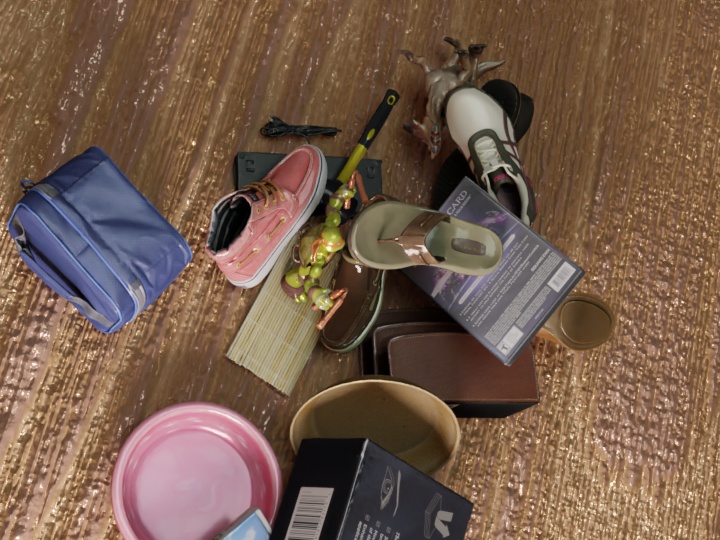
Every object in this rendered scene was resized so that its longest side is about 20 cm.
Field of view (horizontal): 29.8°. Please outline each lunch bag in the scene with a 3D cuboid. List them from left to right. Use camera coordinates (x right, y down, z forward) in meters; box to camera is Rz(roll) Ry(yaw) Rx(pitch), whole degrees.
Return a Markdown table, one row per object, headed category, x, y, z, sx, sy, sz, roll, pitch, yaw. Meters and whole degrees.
| category | x | y | z | sx | sy | sz | roll | pitch | yaw |
| --- | --- | --- | --- | --- | --- | --- | --- | --- | --- |
| lunch bag | -0.309 | -0.033 | 1.531 | 0.200 | 0.136 | 0.132 | 47 | 64 | -4 |

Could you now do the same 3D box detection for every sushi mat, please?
| category | x | y | z | sx | sy | sz | roll | pitch | yaw |
| --- | --- | --- | --- | --- | --- | --- | --- | --- | --- |
| sushi mat | -0.083 | 0.048 | 1.669 | 0.095 | 0.012 | 0.201 | 32 | 66 | -10 |

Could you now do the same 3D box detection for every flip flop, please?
| category | x | y | z | sx | sy | sz | roll | pitch | yaw |
| --- | --- | --- | --- | --- | --- | --- | --- | --- | --- |
| flip flop | 0.080 | -0.034 | 1.558 | 0.199 | 0.058 | 0.082 | 10 | 84 | -20 |

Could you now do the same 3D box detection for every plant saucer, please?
| category | x | y | z | sx | sy | sz | roll | pitch | yaw |
| --- | --- | --- | --- | --- | --- | --- | --- | --- | --- |
| plant saucer | -0.190 | 0.253 | 1.547 | 0.200 | 0.051 | 0.202 | 7 | 72 | -21 |
| plant saucer | 0.017 | 0.182 | 1.587 | 0.199 | 0.200 | 0.036 | 18 | 42 | -17 |

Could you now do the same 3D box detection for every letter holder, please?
| category | x | y | z | sx | sy | sz | roll | pitch | yaw |
| --- | --- | --- | --- | --- | --- | --- | --- | --- | --- |
| letter holder | 0.107 | 0.105 | 1.683 | 0.199 | 0.101 | 0.143 | 3 | 72 | -21 |

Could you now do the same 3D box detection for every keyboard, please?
| category | x | y | z | sx | sy | sz | roll | pitch | yaw |
| --- | --- | --- | --- | --- | --- | --- | --- | --- | --- |
| keyboard | -0.065 | -0.132 | 1.724 | 0.199 | 0.021 | 0.128 | 2 | 81 | -23 |

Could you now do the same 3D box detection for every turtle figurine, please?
| category | x | y | z | sx | sy | sz | roll | pitch | yaw |
| --- | --- | --- | --- | --- | --- | --- | --- | --- | --- |
| turtle figurine | -0.053 | -0.014 | 1.600 | 0.064 | 0.161 | 0.201 | 15 | 70 | -13 |

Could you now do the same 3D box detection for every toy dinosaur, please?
| category | x | y | z | sx | sy | sz | roll | pitch | yaw |
| --- | --- | --- | --- | --- | --- | --- | --- | --- | --- |
| toy dinosaur | 0.117 | -0.231 | 1.790 | 0.200 | 0.086 | 0.136 | -28 | 123 | -50 |

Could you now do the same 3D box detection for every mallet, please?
| category | x | y | z | sx | sy | sz | roll | pitch | yaw |
| --- | --- | --- | --- | --- | --- | --- | --- | --- | --- |
| mallet | 0.006 | -0.145 | 1.728 | 0.066 | 0.041 | 0.200 | 42 | 65 | -10 |

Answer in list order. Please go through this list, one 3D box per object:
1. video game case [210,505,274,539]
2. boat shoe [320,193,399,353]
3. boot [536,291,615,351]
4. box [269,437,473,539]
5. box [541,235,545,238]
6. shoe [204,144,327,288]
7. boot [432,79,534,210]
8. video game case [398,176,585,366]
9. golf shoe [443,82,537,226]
| category | x | y | z | sx | sy | sz | roll | pitch | yaw |
| --- | --- | --- | --- | --- | --- | --- | --- | --- | --- |
| video game case | -0.137 | 0.396 | 1.506 | 0.182 | 0.022 | 0.201 | -38 | 111 | -27 |
| boat shoe | -0.005 | -0.002 | 1.645 | 0.074 | 0.075 | 0.203 | 15 | 77 | 26 |
| boot | 0.211 | 0.042 | 1.722 | 0.199 | 0.155 | 0.074 | 11 | 97 | -29 |
| box | 0.006 | 0.318 | 1.534 | 0.200 | 0.117 | 0.197 | 36 | 62 | -36 |
| box | 0.135 | -0.031 | 1.748 | 0.199 | 0.075 | 0.050 | 11 | 71 | -18 |
| shoe | -0.113 | -0.081 | 1.628 | 0.071 | 0.091 | 0.201 | 24 | 76 | 28 |
| boot | 0.176 | -0.151 | 1.802 | 0.077 | 0.138 | 0.201 | 31 | 103 | 18 |
| video game case | 0.152 | -0.002 | 1.623 | 0.200 | 0.019 | 0.143 | 42 | 97 | 31 |
| golf shoe | 0.168 | -0.141 | 1.683 | 0.077 | 0.088 | 0.201 | -27 | 97 | 7 |
